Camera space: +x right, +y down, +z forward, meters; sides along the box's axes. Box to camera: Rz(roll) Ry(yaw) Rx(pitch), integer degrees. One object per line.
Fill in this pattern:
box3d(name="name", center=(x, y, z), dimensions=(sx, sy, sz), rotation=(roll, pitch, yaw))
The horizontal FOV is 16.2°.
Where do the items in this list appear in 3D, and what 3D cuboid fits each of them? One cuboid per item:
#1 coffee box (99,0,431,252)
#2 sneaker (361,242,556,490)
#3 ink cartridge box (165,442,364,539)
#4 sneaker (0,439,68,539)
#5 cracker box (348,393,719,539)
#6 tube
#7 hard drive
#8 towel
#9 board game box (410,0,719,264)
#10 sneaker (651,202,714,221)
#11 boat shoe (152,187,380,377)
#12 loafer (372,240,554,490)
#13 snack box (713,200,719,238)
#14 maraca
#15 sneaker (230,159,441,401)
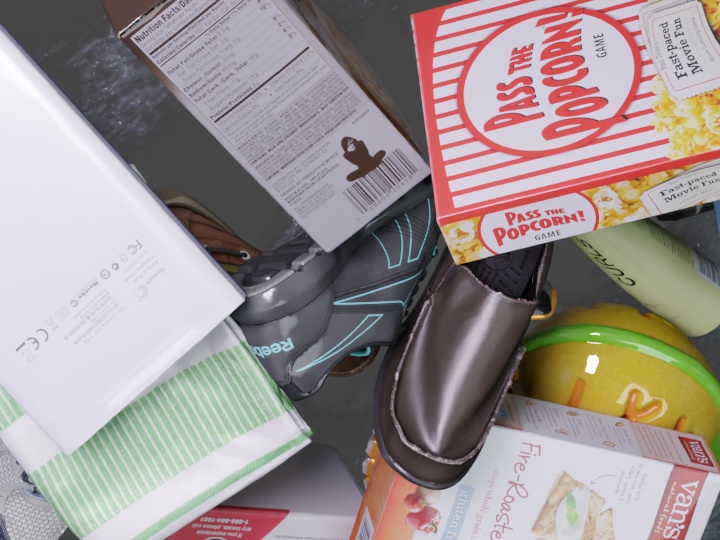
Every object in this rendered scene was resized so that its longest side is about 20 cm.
box3d(name="coffee box", center=(-0.058, -0.118, 1.363), dimensions=(0.080, 0.114, 0.200), rotation=(-37, 130, 7))
box3d(name="sneaker", center=(0.057, 0.073, 1.569), dimensions=(0.077, 0.078, 0.200), rotation=(21, 119, 1))
box3d(name="ink cartridge box", center=(-0.097, 0.208, 1.608), dimensions=(0.144, 0.084, 0.200), rotation=(8, 119, -30))
box3d(name="sneaker", center=(-0.174, 0.096, 1.486), dimensions=(0.077, 0.085, 0.200), rotation=(3, 123, -27))
box3d(name="cracker box", center=(0.105, 0.150, 1.544), dimensions=(0.199, 0.058, 0.134), rotation=(12, 112, -14))
box3d(name="tube", center=(0.159, -0.019, 1.574), dimensions=(0.058, 0.052, 0.200), rotation=(-12, 149, 36))
box3d(name="hard drive", center=(-0.177, -0.016, 1.369), dimensions=(0.132, 0.025, 0.200), rotation=(-41, 97, 8))
box3d(name="towel", center=(-0.139, 0.055, 1.416), dimensions=(0.152, 0.023, 0.200), rotation=(-34, 105, 3))
box3d(name="board game box", center=(0.134, -0.096, 1.382), dimensions=(0.199, 0.152, 0.046), rotation=(-15, 142, 10))
box3d(name="sneaker", center=(0.182, -0.075, 1.518), dimensions=(0.090, 0.067, 0.200), rotation=(-31, 154, 11))
box3d(name="boat shoe", center=(-0.059, 0.026, 1.499), dimensions=(0.200, 0.068, 0.072), rotation=(27, 110, -37))
box3d(name="loafer", center=(0.062, 0.029, 1.463), dimensions=(0.073, 0.200, 0.071), rotation=(22, 155, -6))
box3d(name="snack box", center=(0.285, -0.077, 1.518), dimensions=(0.200, 0.068, 0.169), rotation=(-55, 144, -31))
box3d(name="maraca", center=(0.177, 0.090, 1.626), dimensions=(0.200, 0.107, 0.137), rotation=(34, 144, -31))
box3d(name="sneaker", center=(0.000, 0.000, 1.462), dimensions=(0.200, 0.075, 0.079), rotation=(-37, 111, -39))
